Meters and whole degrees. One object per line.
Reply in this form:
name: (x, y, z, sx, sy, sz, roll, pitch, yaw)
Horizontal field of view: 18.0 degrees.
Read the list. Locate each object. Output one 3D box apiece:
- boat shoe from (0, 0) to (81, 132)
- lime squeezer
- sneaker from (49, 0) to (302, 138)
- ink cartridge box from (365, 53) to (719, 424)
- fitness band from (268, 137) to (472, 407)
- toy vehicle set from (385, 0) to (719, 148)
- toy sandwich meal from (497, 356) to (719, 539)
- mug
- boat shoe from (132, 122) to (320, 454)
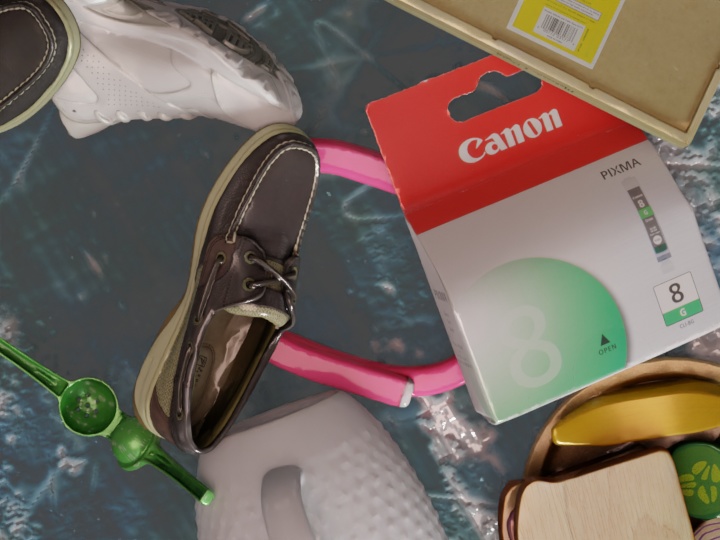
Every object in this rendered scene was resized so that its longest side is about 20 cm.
boat shoe: (-0.249, -0.099, 1.324, 0.201, 0.066, 0.072, -25, 97, 30)
lime squeezer: (-0.152, 0.088, 1.376, 0.200, 0.071, 0.038, 34, 69, 23)
sneaker: (-0.132, -0.116, 1.351, 0.200, 0.078, 0.099, 26, 107, 6)
ink cartridge box: (0.112, -0.031, 1.343, 0.161, 0.050, 0.200, -23, 101, -13)
fitness band: (0.000, 0.000, 1.380, 0.200, 0.037, 0.144, 19, 101, -3)
toy vehicle set: (0.129, -0.171, 1.335, 0.200, 0.027, 0.124, 27, 87, -3)
toy sandwich meal: (0.183, 0.148, 1.384, 0.205, 0.070, 0.205, 0, 101, 2)
mug: (-0.023, 0.169, 1.331, 0.147, 0.200, 0.176, -20, 91, 3)
boat shoe: (-0.065, 0.015, 1.322, 0.073, 0.065, 0.200, 13, 102, -40)
